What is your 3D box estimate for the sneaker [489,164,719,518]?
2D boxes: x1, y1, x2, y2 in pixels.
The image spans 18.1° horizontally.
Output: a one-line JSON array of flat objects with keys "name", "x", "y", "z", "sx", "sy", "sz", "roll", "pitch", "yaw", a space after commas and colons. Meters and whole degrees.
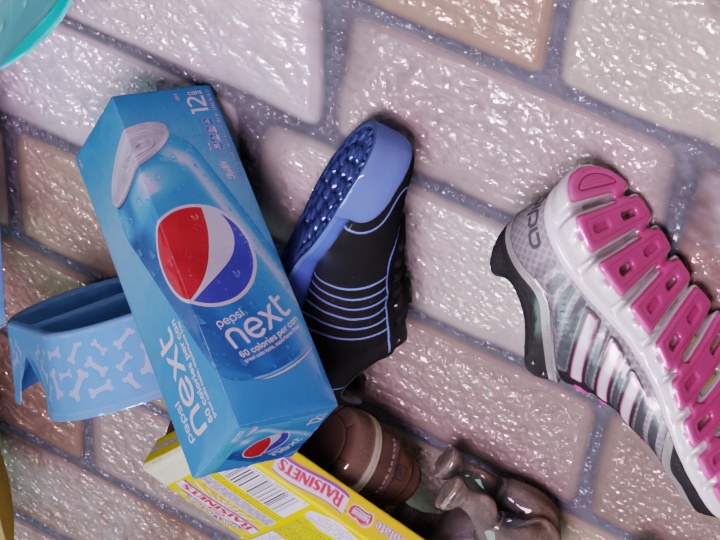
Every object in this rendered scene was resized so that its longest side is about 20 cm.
[{"name": "sneaker", "x": 0.133, "y": 0.042, "z": 1.149, "sx": 0.087, "sy": 0.074, "sz": 0.200, "roll": -19, "pitch": 110, "yaw": 47}]

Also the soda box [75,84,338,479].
[{"name": "soda box", "x": -0.085, "y": 0.003, "z": 1.214, "sx": 0.068, "sy": 0.064, "sz": 0.201, "roll": -50, "pitch": 57, "yaw": 52}]

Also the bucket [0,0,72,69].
[{"name": "bucket", "x": -0.247, "y": -0.172, "z": 1.160, "sx": 0.206, "sy": 0.135, "sz": 0.208, "roll": 11, "pitch": 123, "yaw": 18}]

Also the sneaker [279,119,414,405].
[{"name": "sneaker", "x": 0.000, "y": 0.000, "z": 1.229, "sx": 0.077, "sy": 0.070, "sz": 0.200, "roll": 20, "pitch": 137, "yaw": -11}]

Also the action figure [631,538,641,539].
[{"name": "action figure", "x": 0.228, "y": 0.214, "z": 1.264, "sx": 0.200, "sy": 0.052, "sz": 0.066, "roll": 37, "pitch": 146, "yaw": 6}]

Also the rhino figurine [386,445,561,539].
[{"name": "rhino figurine", "x": 0.050, "y": 0.170, "z": 1.351, "sx": 0.087, "sy": 0.060, "sz": 0.200, "roll": 30, "pitch": 146, "yaw": -12}]

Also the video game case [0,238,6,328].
[{"name": "video game case", "x": -0.295, "y": -0.070, "z": 1.347, "sx": 0.180, "sy": 0.045, "sz": 0.201, "roll": 10, "pitch": 109, "yaw": 33}]

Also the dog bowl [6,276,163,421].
[{"name": "dog bowl", "x": -0.146, "y": 0.041, "z": 1.317, "sx": 0.200, "sy": 0.111, "sz": 0.050, "roll": 10, "pitch": 118, "yaw": 69}]

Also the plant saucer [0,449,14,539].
[{"name": "plant saucer", "x": -0.313, "y": 0.084, "z": 1.493, "sx": 0.199, "sy": 0.049, "sz": 0.201, "roll": 19, "pitch": 139, "yaw": 22}]

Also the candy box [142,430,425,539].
[{"name": "candy box", "x": -0.022, "y": 0.149, "z": 1.290, "sx": 0.200, "sy": 0.026, "sz": 0.102, "roll": 36, "pitch": 153, "yaw": -14}]

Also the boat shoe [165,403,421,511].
[{"name": "boat shoe", "x": -0.041, "y": 0.117, "z": 1.365, "sx": 0.075, "sy": 0.075, "sz": 0.202, "roll": 26, "pitch": 168, "yaw": -35}]
